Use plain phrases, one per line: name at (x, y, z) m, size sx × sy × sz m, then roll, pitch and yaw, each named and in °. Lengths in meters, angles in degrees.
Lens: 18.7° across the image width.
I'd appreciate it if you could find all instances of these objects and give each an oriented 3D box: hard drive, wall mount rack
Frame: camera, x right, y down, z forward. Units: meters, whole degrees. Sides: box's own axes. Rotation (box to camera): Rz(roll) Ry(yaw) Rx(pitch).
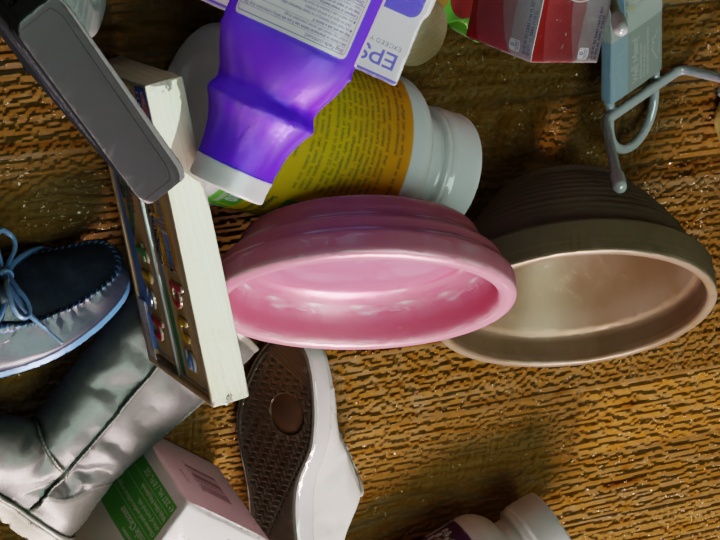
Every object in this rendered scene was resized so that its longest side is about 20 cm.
hard drive at (-0.180, -0.132, 1.232) m, size 0.033 × 0.200 × 0.140 m, roll -38°, pitch 129°, yaw -6°
wall mount rack at (0.194, -0.151, 1.483) m, size 0.173 × 0.074 × 0.202 m, roll -36°, pitch 133°, yaw -40°

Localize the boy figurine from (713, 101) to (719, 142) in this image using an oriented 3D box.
boy figurine at (0.338, -0.158, 1.592) m, size 0.124 × 0.064 × 0.201 m, roll 32°, pitch 99°, yaw -38°

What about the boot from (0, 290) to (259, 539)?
boot at (-0.185, 0.073, 1.430) m, size 0.200 × 0.073 × 0.182 m, roll -45°, pitch 131°, yaw 4°

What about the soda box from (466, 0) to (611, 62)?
soda box at (0.128, -0.235, 1.377) m, size 0.070 × 0.063 × 0.202 m, roll -4°, pitch 112°, yaw -43°

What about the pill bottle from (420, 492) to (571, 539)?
pill bottle at (0.068, 0.254, 1.645) m, size 0.199 × 0.112 × 0.113 m, roll -31°, pitch 127°, yaw -10°

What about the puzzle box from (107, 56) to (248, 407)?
puzzle box at (-0.119, -0.026, 1.336) m, size 0.025 × 0.133 × 0.202 m, roll -16°, pitch 105°, yaw -20°

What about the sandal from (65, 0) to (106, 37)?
sandal at (-0.185, -0.207, 1.253) m, size 0.049 × 0.083 × 0.203 m, roll 7°, pitch 155°, yaw 10°

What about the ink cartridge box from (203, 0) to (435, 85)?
ink cartridge box at (-0.027, -0.241, 1.293) m, size 0.197 × 0.043 × 0.201 m, roll 24°, pitch 106°, yaw 0°

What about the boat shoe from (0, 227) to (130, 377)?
boat shoe at (-0.238, 0.028, 1.364) m, size 0.199 × 0.084 × 0.069 m, roll -27°, pitch 138°, yaw -16°

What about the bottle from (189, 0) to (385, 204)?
bottle at (-0.037, -0.138, 1.247) m, size 0.083 × 0.065 × 0.201 m, roll 24°, pitch 94°, yaw 2°

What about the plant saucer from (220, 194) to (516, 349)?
plant saucer at (0.000, 0.000, 1.394) m, size 0.199 × 0.200 × 0.051 m, roll 10°, pitch 69°, yaw -33°

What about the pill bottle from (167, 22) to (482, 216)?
pill bottle at (-0.023, -0.082, 1.403) m, size 0.199 × 0.111 × 0.112 m, roll 13°, pitch 110°, yaw -33°

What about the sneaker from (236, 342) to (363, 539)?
sneaker at (-0.038, 0.128, 1.556) m, size 0.084 × 0.072 × 0.202 m, roll -26°, pitch 127°, yaw -48°

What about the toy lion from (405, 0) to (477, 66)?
toy lion at (0.075, -0.233, 1.411) m, size 0.191 × 0.069 × 0.201 m, roll -25°, pitch 126°, yaw -23°

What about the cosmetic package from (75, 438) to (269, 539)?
cosmetic package at (-0.163, 0.226, 1.505) m, size 0.085 × 0.108 × 0.201 m, roll 31°, pitch 98°, yaw -37°

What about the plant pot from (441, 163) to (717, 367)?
plant pot at (0.145, -0.011, 1.525) m, size 0.199 × 0.094 × 0.201 m, roll -4°, pitch 155°, yaw -2°
